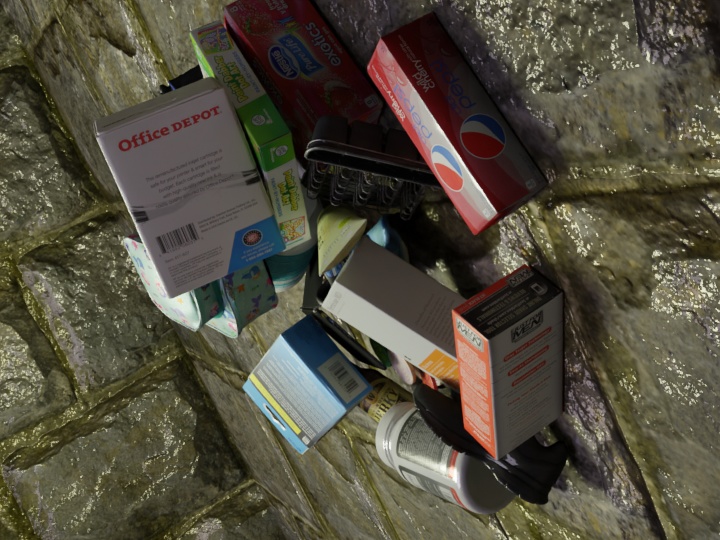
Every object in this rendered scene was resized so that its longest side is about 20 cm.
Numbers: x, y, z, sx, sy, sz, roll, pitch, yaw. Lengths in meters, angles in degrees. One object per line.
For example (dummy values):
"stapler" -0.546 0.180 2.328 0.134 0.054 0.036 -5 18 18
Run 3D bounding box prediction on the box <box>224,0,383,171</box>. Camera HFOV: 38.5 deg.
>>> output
"box" -0.071 -0.226 1.202 0.200 0.095 0.100 55 162 12

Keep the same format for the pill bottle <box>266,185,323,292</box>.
"pill bottle" -0.112 -0.054 1.442 0.111 0.111 0.200 55 155 13

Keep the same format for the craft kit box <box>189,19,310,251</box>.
"craft kit box" -0.127 -0.155 1.207 0.200 0.048 0.198 58 170 30

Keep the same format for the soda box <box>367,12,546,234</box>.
"soda box" 0.088 -0.139 0.982 0.200 0.063 0.070 57 161 7

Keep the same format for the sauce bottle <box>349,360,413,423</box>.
"sauce bottle" 0.031 0.189 1.514 0.200 0.065 0.065 32 153 14

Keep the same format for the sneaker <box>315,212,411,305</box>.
"sneaker" 0.000 0.000 1.294 0.200 0.090 0.079 121 146 -48

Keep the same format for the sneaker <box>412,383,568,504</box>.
"sneaker" 0.153 0.185 1.209 0.200 0.091 0.076 34 -176 5

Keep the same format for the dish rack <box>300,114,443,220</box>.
"dish rack" 0.008 -0.101 1.132 0.200 0.153 0.055 121 161 -69

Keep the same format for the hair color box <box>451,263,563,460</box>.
"hair color box" 0.160 0.101 1.095 0.061 0.101 0.201 43 154 39

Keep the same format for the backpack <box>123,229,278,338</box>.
"backpack" -0.205 -0.005 1.376 0.177 0.151 0.200 20 145 45

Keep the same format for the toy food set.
"toy food set" 0.062 0.082 1.391 0.200 0.049 0.199 32 147 53

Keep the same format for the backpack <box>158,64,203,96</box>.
"backpack" -0.171 -0.187 1.453 0.183 0.134 0.200 54 173 21

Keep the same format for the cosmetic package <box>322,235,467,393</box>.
"cosmetic package" 0.062 0.054 1.201 0.200 0.071 0.101 32 158 1

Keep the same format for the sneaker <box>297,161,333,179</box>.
"sneaker" -0.071 -0.204 1.288 0.200 0.078 0.090 58 153 -11

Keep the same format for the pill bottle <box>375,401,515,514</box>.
"pill bottle" 0.113 0.238 1.354 0.200 0.116 0.116 10 128 56

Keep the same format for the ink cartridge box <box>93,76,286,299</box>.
"ink cartridge box" -0.187 -0.093 1.134 0.084 0.145 0.201 -131 21 -65

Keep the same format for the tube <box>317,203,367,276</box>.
"tube" -0.023 -0.042 1.166 0.200 0.052 0.058 -105 13 -79

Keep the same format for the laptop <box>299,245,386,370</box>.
"laptop" -0.021 0.033 1.491 0.200 0.116 0.187 41 173 -7

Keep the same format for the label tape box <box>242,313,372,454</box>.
"label tape box" -0.082 0.172 1.517 0.143 0.066 0.200 48 146 7
